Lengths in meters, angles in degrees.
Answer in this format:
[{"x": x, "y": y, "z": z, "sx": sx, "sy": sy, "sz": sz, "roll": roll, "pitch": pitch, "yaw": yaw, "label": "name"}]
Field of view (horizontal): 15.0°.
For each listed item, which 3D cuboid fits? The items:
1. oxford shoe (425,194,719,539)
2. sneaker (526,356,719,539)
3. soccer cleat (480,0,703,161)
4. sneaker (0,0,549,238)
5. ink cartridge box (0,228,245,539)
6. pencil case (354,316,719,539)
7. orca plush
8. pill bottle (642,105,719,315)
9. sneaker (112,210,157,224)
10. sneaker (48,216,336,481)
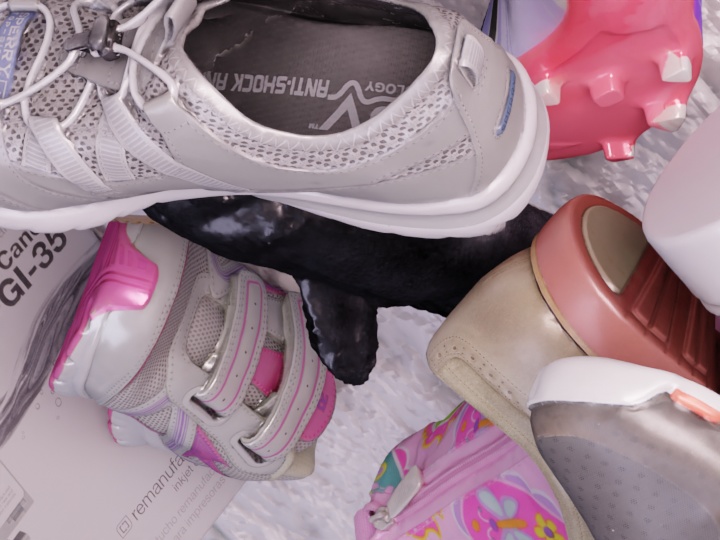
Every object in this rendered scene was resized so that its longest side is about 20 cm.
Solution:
[{"x": 0.103, "y": 0.066, "z": 0.808, "sx": 0.075, "sy": 0.071, "sz": 0.200, "roll": -36, "pitch": 105, "yaw": 27, "label": "oxford shoe"}, {"x": 0.107, "y": 0.108, "z": 0.728, "sx": 0.200, "sy": 0.082, "sz": 0.077, "roll": 47, "pitch": 156, "yaw": -16, "label": "sneaker"}, {"x": 0.063, "y": -0.089, "z": 0.757, "sx": 0.066, "sy": 0.077, "sz": 0.200, "roll": -5, "pitch": 161, "yaw": -5, "label": "soccer cleat"}, {"x": -0.051, "y": -0.057, "z": 0.723, "sx": 0.199, "sy": 0.075, "sz": 0.082, "roll": 1, "pitch": 158, "yaw": 11, "label": "sneaker"}, {"x": -0.154, "y": 0.054, "z": 1.086, "sx": 0.083, "sy": 0.147, "sz": 0.200, "roll": -1, "pitch": 133, "yaw": 49, "label": "ink cartridge box"}, {"x": 0.069, "y": 0.067, "z": 0.927, "sx": 0.087, "sy": 0.088, "sz": 0.200, "roll": 41, "pitch": 149, "yaw": -5, "label": "pencil case"}, {"x": 0.000, "y": 0.000, "z": 0.835, "sx": 0.105, "sy": 0.071, "sz": 0.200, "roll": 11, "pitch": 173, "yaw": 38, "label": "orca plush"}, {"x": 0.170, "y": 0.034, "z": 0.747, "sx": 0.200, "sy": 0.111, "sz": 0.111, "roll": 47, "pitch": 149, "yaw": -15, "label": "pill bottle"}, {"x": -0.095, "y": -0.079, "z": 0.921, "sx": 0.199, "sy": 0.070, "sz": 0.109, "roll": 1, "pitch": 125, "yaw": 37, "label": "sneaker"}, {"x": -0.052, "y": 0.028, "z": 0.998, "sx": 0.088, "sy": 0.082, "sz": 0.200, "roll": 18, "pitch": 170, "yaw": 12, "label": "sneaker"}]
